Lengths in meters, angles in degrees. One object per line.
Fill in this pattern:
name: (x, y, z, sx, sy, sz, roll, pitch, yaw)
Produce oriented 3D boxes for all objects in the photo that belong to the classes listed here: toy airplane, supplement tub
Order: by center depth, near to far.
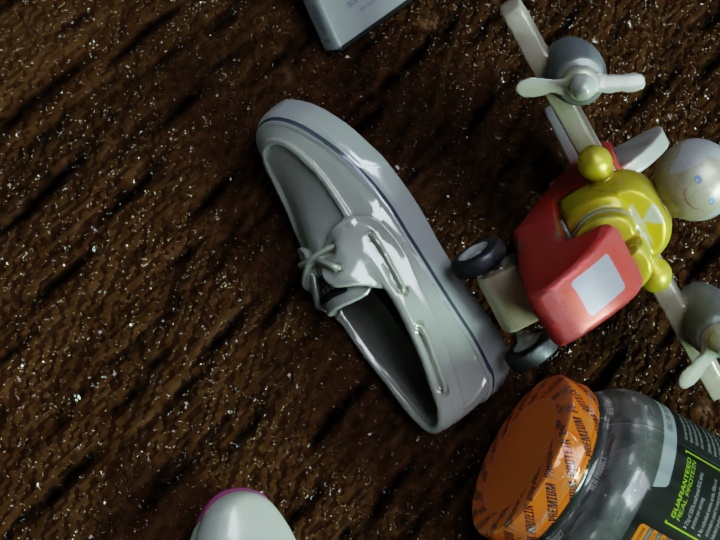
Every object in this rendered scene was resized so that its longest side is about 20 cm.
supplement tub: (0.168, 0.145, 0.958, 0.199, 0.122, 0.123, 30, 62, -13)
toy airplane: (0.148, -0.037, 0.980, 0.200, 0.141, 0.200, 23, 53, -48)

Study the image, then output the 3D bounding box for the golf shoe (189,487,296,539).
golf shoe: (-0.037, 0.200, 0.858, 0.075, 0.092, 0.201, -4, 72, -25)

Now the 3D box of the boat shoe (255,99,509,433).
boat shoe: (0.000, 0.000, 0.963, 0.066, 0.072, 0.200, -40, 100, -36)

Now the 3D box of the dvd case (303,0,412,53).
dvd case: (-0.008, -0.249, 1.029, 0.143, 0.018, 0.201, -39, 116, -31)
